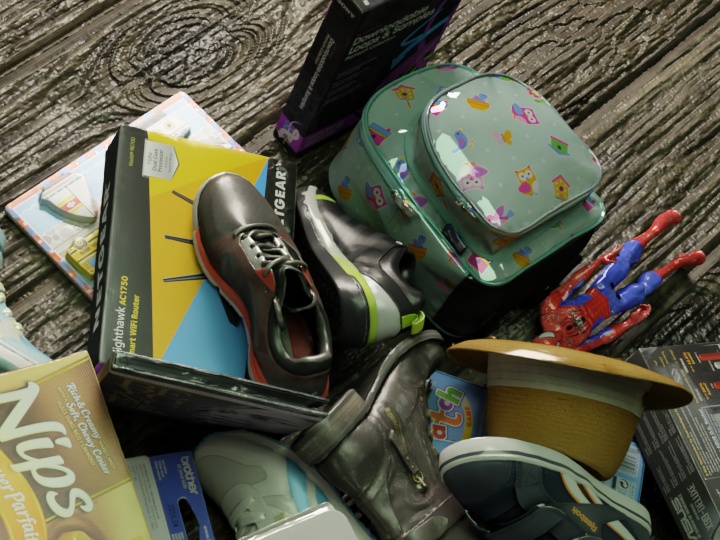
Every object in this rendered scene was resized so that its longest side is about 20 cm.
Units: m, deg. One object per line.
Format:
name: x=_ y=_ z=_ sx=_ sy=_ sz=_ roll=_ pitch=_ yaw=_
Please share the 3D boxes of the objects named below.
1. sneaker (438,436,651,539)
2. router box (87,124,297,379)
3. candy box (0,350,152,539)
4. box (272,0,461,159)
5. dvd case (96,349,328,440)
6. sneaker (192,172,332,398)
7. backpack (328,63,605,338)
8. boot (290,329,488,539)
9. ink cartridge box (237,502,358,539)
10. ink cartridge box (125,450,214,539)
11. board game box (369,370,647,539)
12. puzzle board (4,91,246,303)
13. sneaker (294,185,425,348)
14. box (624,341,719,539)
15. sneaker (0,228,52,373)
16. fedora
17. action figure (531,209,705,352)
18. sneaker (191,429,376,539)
sneaker: x=0.138 y=0.184 z=1.414 sx=0.199 sy=0.078 sz=0.080 roll=27 pitch=50 yaw=-32
router box: x=-0.127 y=0.000 z=1.516 sx=0.148 sy=0.051 sz=0.202 roll=11 pitch=62 yaw=-19
candy box: x=-0.210 y=0.166 z=1.337 sx=0.115 sy=0.055 sz=0.201 roll=-15 pitch=72 yaw=-24
box: x=0.014 y=-0.185 z=1.616 sx=0.142 sy=0.200 sz=0.036 roll=-31 pitch=72 yaw=-32
dvd case: x=-0.113 y=0.093 z=1.395 sx=0.147 sy=0.200 sz=0.016 roll=14 pitch=76 yaw=-11
sneaker: x=-0.061 y=0.003 z=1.458 sx=0.077 sy=0.082 sz=0.201 roll=-13 pitch=66 yaw=-28
backpack: x=0.082 y=-0.072 z=1.595 sx=0.175 sy=0.154 sz=0.200 roll=-31 pitch=66 yaw=-37
boot: x=0.048 y=0.151 z=1.450 sx=0.174 sy=0.069 sz=0.200 roll=49 pitch=41 yaw=1
ink cartridge box: x=-0.045 y=0.268 z=1.296 sx=0.085 sy=0.200 sz=0.147 roll=-18 pitch=64 yaw=-28
ink cartridge box: x=-0.201 y=0.199 z=1.387 sx=0.198 sy=0.042 sz=0.120 roll=-9 pitch=63 yaw=-21
board game box: x=0.115 y=0.170 z=1.518 sx=0.198 sy=0.037 sz=0.152 roll=20 pitch=53 yaw=-7
puzzle board: x=-0.161 y=-0.049 z=1.580 sx=0.151 sy=0.017 sz=0.200 roll=44 pitch=55 yaw=12
sneaker: x=0.000 y=0.000 z=1.538 sx=0.082 sy=0.072 sz=0.200 roll=-6 pitch=34 yaw=-15
box: x=0.303 y=0.152 z=1.566 sx=0.157 sy=0.050 sz=0.201 roll=-3 pitch=58 yaw=-37
sneaker: x=-0.273 y=0.021 z=1.456 sx=0.199 sy=0.080 sz=0.131 roll=29 pitch=54 yaw=0
fedora: x=0.148 y=0.107 z=1.460 sx=0.199 sy=0.201 sz=0.083 roll=14 pitch=81 yaw=-10
action figure: x=0.208 y=0.018 z=1.640 sx=0.199 sy=0.052 sz=0.066 roll=-35 pitch=100 yaw=-32
sneaker: x=-0.051 y=0.196 z=1.416 sx=0.200 sy=0.077 sz=0.081 roll=43 pitch=45 yaw=11
